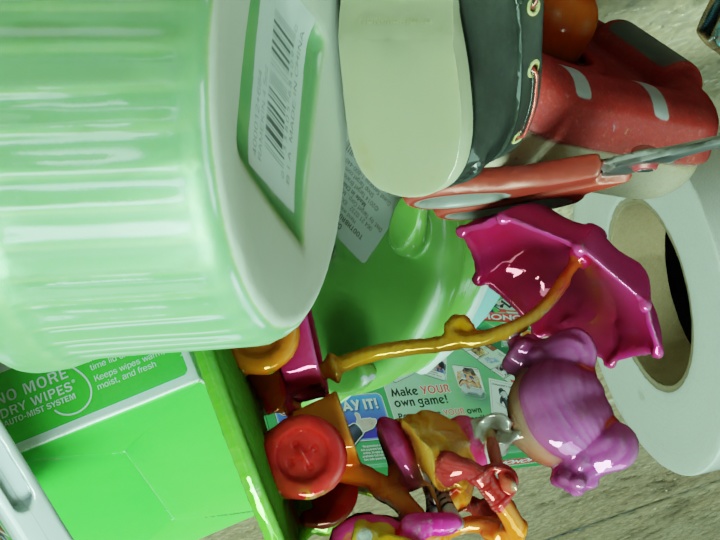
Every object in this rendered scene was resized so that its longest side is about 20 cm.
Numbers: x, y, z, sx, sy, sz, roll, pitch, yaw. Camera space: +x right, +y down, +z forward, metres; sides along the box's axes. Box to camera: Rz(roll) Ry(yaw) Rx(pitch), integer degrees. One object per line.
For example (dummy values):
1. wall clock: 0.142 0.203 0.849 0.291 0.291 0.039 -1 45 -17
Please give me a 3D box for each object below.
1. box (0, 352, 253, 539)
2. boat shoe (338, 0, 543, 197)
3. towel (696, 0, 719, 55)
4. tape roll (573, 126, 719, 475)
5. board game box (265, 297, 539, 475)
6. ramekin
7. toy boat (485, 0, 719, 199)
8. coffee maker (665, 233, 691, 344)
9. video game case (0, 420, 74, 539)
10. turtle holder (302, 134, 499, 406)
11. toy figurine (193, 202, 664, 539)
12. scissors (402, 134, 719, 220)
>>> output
1. box: -0.127 0.024 0.912 0.097 0.177 0.200 -21 157 -2
2. boat shoe: 0.031 -0.130 0.739 0.074 0.202 0.063 15 -154 34
3. towel: 0.208 -0.162 0.789 0.147 0.022 0.200 18 98 -55
4. tape roll: 0.169 0.011 1.073 0.037 0.203 0.203 -12 156 -14
5. board game box: 0.017 0.053 1.140 0.200 0.135 0.029 -2 152 -33
6. ramekin: -0.071 -0.064 0.704 0.097 0.200 0.200 0 160 14
7. toy boat: 0.082 -0.114 0.869 0.200 0.130 0.131 5 117 -45
8. coffee maker: 0.245 -0.019 1.186 0.200 0.135 0.192 -30 134 23
9. video game case: -0.201 0.030 0.792 0.022 0.200 0.182 -40 127 -24
10. turtle holder: 0.009 -0.001 0.963 0.141 0.186 0.132 16 -162 35
11. toy figurine: 0.040 0.054 0.814 0.184 0.200 0.150 -20 158 -2
12. scissors: 0.106 -0.042 0.788 0.200 0.014 0.073 -10 167 33
